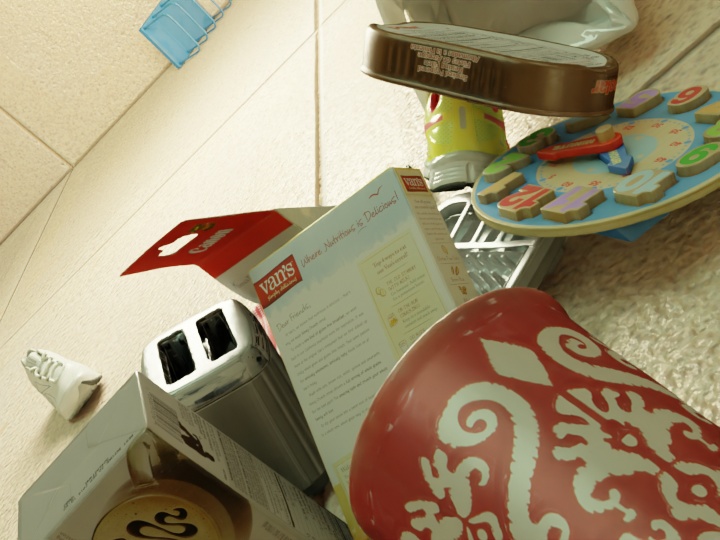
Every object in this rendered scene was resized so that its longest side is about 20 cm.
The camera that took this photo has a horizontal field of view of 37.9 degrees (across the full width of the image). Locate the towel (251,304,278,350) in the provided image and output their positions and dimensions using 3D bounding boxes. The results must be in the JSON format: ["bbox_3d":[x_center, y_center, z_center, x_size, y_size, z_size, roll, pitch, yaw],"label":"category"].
[{"bbox_3d":[-0.126,0.094,1.063,0.200,0.022,0.145,-44,24,12],"label":"towel"}]

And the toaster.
[{"bbox_3d":[-0.100,0.111,0.819,0.113,0.130,0.200,-29,21,-5],"label":"toaster"}]

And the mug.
[{"bbox_3d":[0.116,0.121,0.416,0.134,0.178,0.200,-48,47,-8],"label":"mug"}]

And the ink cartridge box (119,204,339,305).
[{"bbox_3d":[-0.065,-0.005,0.803,0.160,0.199,0.048,-27,73,58],"label":"ink cartridge box"}]

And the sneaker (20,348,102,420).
[{"bbox_3d":[-0.416,0.149,1.429,0.199,0.087,0.075,-5,46,58],"label":"sneaker"}]

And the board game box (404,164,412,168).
[{"bbox_3d":[0.000,0.000,0.969,0.135,0.028,0.201,-37,26,29],"label":"board game box"}]

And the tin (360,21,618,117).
[{"bbox_3d":[0.090,-0.148,0.752,0.199,0.112,0.042,20,111,35],"label":"tin"}]

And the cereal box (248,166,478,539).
[{"bbox_3d":[0.018,0.055,0.670,0.143,0.039,0.201,-33,72,34],"label":"cereal box"}]

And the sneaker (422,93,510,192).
[{"bbox_3d":[0.087,-0.116,0.852,0.077,0.091,0.200,-5,9,2],"label":"sneaker"}]

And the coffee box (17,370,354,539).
[{"bbox_3d":[-0.097,0.172,0.651,0.113,0.200,0.080,-46,26,4],"label":"coffee box"}]

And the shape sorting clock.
[{"bbox_3d":[0.168,-0.077,0.695,0.199,0.039,0.200,-22,25,11],"label":"shape sorting clock"}]

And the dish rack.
[{"bbox_3d":[0.068,0.030,0.778,0.201,0.043,0.171,-56,24,-16],"label":"dish rack"}]

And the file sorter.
[{"bbox_3d":[-0.440,-0.648,2.674,0.122,0.139,0.201,-18,38,47],"label":"file sorter"}]

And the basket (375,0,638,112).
[{"bbox_3d":[0.131,-0.241,0.909,0.199,0.136,0.123,-19,13,26],"label":"basket"}]
